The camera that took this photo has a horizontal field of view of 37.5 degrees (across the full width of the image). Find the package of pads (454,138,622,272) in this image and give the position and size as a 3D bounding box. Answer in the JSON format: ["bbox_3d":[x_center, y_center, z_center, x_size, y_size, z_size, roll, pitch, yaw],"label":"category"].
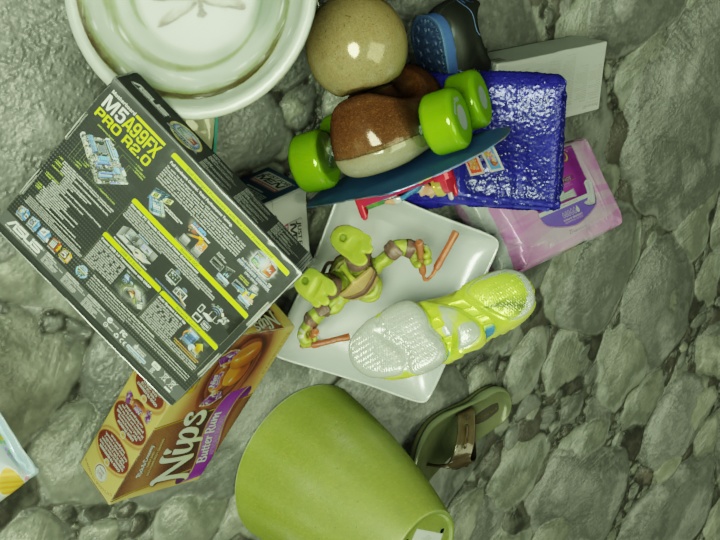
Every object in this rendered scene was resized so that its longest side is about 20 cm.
[{"bbox_3d":[0.207,-0.073,1.242,0.198,0.075,0.122,-22,86,-38],"label":"package of pads"}]

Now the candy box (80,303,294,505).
[{"bbox_3d":[-0.155,0.112,0.946,0.116,0.056,0.201,-5,133,-55],"label":"candy box"}]

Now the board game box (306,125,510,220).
[{"bbox_3d":[0.047,-0.076,0.965,0.157,0.198,0.039,-32,106,-36],"label":"board game box"}]

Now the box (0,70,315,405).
[{"bbox_3d":[-0.158,-0.022,0.813,0.160,0.200,0.044,-44,-177,18],"label":"box"}]

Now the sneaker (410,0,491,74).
[{"bbox_3d":[0.106,-0.186,1.120,0.077,0.070,0.203,-32,130,-31],"label":"sneaker"}]

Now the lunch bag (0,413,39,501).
[{"bbox_3d":[-0.354,0.103,0.748,0.169,0.126,0.202,-35,106,-27],"label":"lunch bag"}]

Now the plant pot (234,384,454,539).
[{"bbox_3d":[-0.001,0.249,1.123,0.185,0.199,0.190,-22,124,-37],"label":"plant pot"}]

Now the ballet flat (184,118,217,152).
[{"bbox_3d":[-0.142,-0.179,0.881,0.069,0.069,0.204,-7,115,-43],"label":"ballet flat"}]

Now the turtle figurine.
[{"bbox_3d":[0.000,0.000,1.026,0.198,0.065,0.161,-34,163,6],"label":"turtle figurine"}]

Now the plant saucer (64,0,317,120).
[{"bbox_3d":[-0.127,-0.219,0.818,0.050,0.197,0.203,-57,165,-81],"label":"plant saucer"}]

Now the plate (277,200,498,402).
[{"bbox_3d":[0.026,0.023,1.122,0.197,0.032,0.203,19,101,-25],"label":"plate"}]

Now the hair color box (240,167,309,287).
[{"bbox_3d":[-0.138,-0.009,0.962,0.198,0.060,0.102,-27,129,-34],"label":"hair color box"}]

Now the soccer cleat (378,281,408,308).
[{"bbox_3d":[0.097,0.020,1.198,0.198,0.086,0.071,-5,113,-44],"label":"soccer cleat"}]

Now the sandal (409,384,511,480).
[{"bbox_3d":[0.131,0.210,1.346,0.200,0.057,0.081,-32,129,-31],"label":"sandal"}]

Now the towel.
[{"bbox_3d":[0.107,-0.126,1.067,0.050,0.196,0.150,-69,158,-58],"label":"towel"}]

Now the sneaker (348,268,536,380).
[{"bbox_3d":[0.087,0.063,1.090,0.197,0.077,0.105,-19,168,5],"label":"sneaker"}]

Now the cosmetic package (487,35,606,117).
[{"bbox_3d":[0.201,-0.214,1.217,0.198,0.050,0.084,-18,119,-39],"label":"cosmetic package"}]

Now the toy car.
[{"bbox_3d":[0.005,-0.196,0.955,0.158,0.162,0.203,-47,120,-62],"label":"toy car"}]
